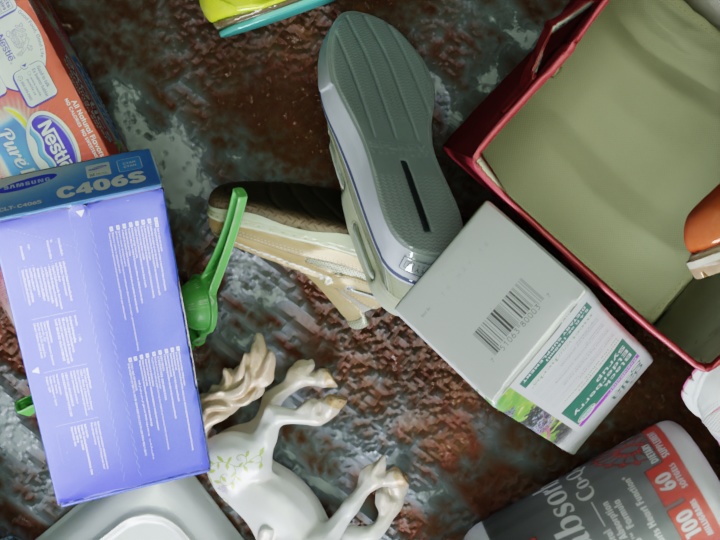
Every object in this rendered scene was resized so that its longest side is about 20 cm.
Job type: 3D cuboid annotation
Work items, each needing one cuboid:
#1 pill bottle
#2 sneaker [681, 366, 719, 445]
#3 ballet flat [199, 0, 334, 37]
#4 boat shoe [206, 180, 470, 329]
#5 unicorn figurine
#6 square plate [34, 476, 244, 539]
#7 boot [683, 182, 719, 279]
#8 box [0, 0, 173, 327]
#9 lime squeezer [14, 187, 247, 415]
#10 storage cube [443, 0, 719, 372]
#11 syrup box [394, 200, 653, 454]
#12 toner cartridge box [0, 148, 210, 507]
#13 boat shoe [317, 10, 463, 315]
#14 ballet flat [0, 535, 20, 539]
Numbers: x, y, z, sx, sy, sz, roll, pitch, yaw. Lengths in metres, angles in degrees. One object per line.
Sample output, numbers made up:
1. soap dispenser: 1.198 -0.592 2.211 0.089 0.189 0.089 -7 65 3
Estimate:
1. pill bottle: 0.131 0.186 1.039 0.199 0.116 0.117 -29 97 1
2. sneaker: 0.252 0.100 0.997 0.081 0.088 0.200 -37 139 1
3. ballet flat: -0.002 -0.192 1.020 0.197 0.067 0.068 -13 93 1
4. boat shoe: 0.000 0.000 1.042 0.197 0.072 0.077 13 112 -2
5. unicorn figurine: -0.039 0.151 1.056 0.137 0.074 0.201 -37 75 -1
6. square plate: -0.141 0.244 1.081 0.199 0.028 0.199 -38 97 2
7. boot: 0.220 -0.086 0.860 0.200 0.075 0.107 -42 93 -6
8. box: -0.199 -0.078 1.008 0.099 0.096 0.202 -28 97 2
9. lime squeezer: -0.120 0.026 1.036 0.200 0.038 0.070 -42 128 18
10. storage cube: 0.170 -0.071 0.981 0.200 0.180 0.171 40 93 -6
11. syrup box: 0.099 0.038 0.977 0.081 0.200 0.079 43 93 24
12. toner cartridge box: -0.145 0.035 0.966 0.094 0.043 0.202 -13 125 -11
13. boat shoe: 0.008 -0.065 0.996 0.071 0.202 0.062 8 138 -23
14. ballet flat: -0.295 0.190 1.055 0.197 0.074 0.075 -1 96 4
